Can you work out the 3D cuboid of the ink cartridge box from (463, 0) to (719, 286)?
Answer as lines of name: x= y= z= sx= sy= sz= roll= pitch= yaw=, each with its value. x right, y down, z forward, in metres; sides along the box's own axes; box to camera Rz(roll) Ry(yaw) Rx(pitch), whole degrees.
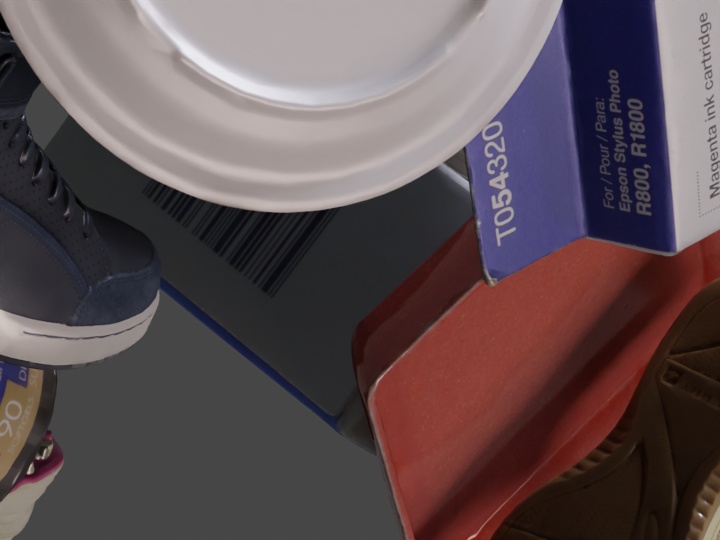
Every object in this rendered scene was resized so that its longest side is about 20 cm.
ink cartridge box: x=0.114 y=-0.112 z=0.913 sx=0.200 sy=0.043 sz=0.197 roll=-28 pitch=124 yaw=-30

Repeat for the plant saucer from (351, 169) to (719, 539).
plant saucer: x=0.073 y=0.023 z=1.026 sx=0.200 sy=0.037 sz=0.200 roll=-43 pitch=149 yaw=-19

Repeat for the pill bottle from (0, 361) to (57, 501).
pill bottle: x=-0.193 y=0.018 z=0.931 sx=0.112 sy=0.112 sz=0.200 roll=-54 pitch=151 yaw=1

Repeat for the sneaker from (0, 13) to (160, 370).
sneaker: x=-0.102 y=-0.052 z=0.846 sx=0.202 sy=0.077 sz=0.146 roll=16 pitch=112 yaw=-53

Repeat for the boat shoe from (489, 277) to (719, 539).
boat shoe: x=0.107 y=0.095 z=1.041 sx=0.200 sy=0.071 sz=0.065 roll=-50 pitch=149 yaw=-10

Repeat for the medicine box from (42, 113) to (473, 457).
medicine box: x=0.000 y=0.000 z=1.119 sx=0.103 sy=0.182 sz=0.200 roll=-52 pitch=150 yaw=0

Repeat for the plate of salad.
plate of salad: x=-0.023 y=-0.117 z=0.795 sx=0.199 sy=0.048 sz=0.201 roll=-3 pitch=96 yaw=-31

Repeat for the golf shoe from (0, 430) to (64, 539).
golf shoe: x=-0.197 y=0.110 z=1.066 sx=0.200 sy=0.075 sz=0.092 roll=-15 pitch=136 yaw=-47

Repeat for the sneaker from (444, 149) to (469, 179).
sneaker: x=0.066 y=-0.073 z=1.237 sx=0.075 sy=0.082 sz=0.200 roll=-53 pitch=151 yaw=-2
